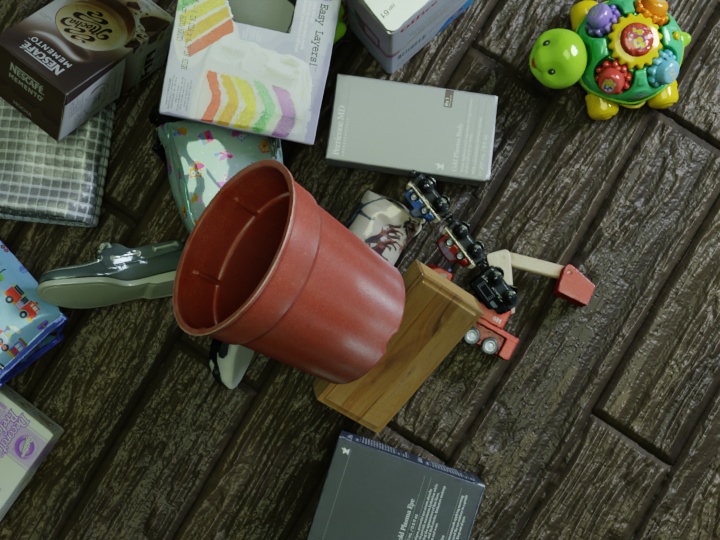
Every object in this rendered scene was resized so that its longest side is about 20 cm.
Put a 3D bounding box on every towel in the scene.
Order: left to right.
[{"bbox_3d":[-0.405,-0.145,1.521,0.196,0.086,0.169,7,86,1],"label":"towel"}]

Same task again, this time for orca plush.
[{"bbox_3d":[-0.156,0.043,1.490,0.070,0.202,0.105,26,43,18],"label":"orca plush"}]

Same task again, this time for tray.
[{"bbox_3d":[0.043,0.092,1.474,0.098,0.037,0.201,30,109,-26],"label":"tray"}]

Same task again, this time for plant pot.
[{"bbox_3d":[-0.067,0.017,1.360,0.194,0.200,0.203,31,87,-34],"label":"plant pot"}]

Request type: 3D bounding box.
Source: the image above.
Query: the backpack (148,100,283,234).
[{"bbox_3d":[-0.162,-0.113,1.496,0.164,0.127,0.204,-11,90,-3],"label":"backpack"}]

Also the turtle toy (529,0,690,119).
[{"bbox_3d":[0.298,-0.260,1.502,0.196,0.101,0.148,-11,87,0],"label":"turtle toy"}]

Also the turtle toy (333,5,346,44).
[{"bbox_3d":[-0.116,-0.289,1.491,0.197,0.146,0.103,-16,81,0],"label":"turtle toy"}]

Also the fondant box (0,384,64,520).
[{"bbox_3d":[-0.481,0.194,1.517,0.199,0.058,0.145,36,88,1],"label":"fondant box"}]

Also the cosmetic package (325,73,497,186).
[{"bbox_3d":[0.059,-0.168,1.516,0.196,0.090,0.109,6,90,-2],"label":"cosmetic package"}]

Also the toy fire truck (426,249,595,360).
[{"bbox_3d":[0.167,0.029,1.522,0.198,0.049,0.143,29,87,3],"label":"toy fire truck"}]

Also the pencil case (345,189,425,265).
[{"bbox_3d":[0.000,0.000,1.512,0.089,0.078,0.202,31,88,-14],"label":"pencil case"}]

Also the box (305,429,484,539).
[{"bbox_3d":[0.029,0.313,1.481,0.179,0.104,0.203,19,87,1],"label":"box"}]

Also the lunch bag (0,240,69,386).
[{"bbox_3d":[-0.467,0.074,1.471,0.151,0.094,0.200,47,65,2],"label":"lunch bag"}]

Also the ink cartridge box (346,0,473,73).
[{"bbox_3d":[0.062,-0.325,1.466,0.144,0.200,0.085,-41,87,-2],"label":"ink cartridge box"}]

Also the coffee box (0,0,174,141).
[{"bbox_3d":[-0.324,-0.255,1.471,0.112,0.080,0.200,36,49,7],"label":"coffee box"}]

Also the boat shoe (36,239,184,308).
[{"bbox_3d":[-0.290,0.000,1.494,0.197,0.073,0.063,-6,67,-29],"label":"boat shoe"}]

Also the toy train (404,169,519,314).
[{"bbox_3d":[0.114,-0.031,1.478,0.046,0.034,0.201,-36,93,16],"label":"toy train"}]

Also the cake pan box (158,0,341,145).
[{"bbox_3d":[-0.121,-0.256,1.410,0.181,0.052,0.203,12,96,-10],"label":"cake pan box"}]
